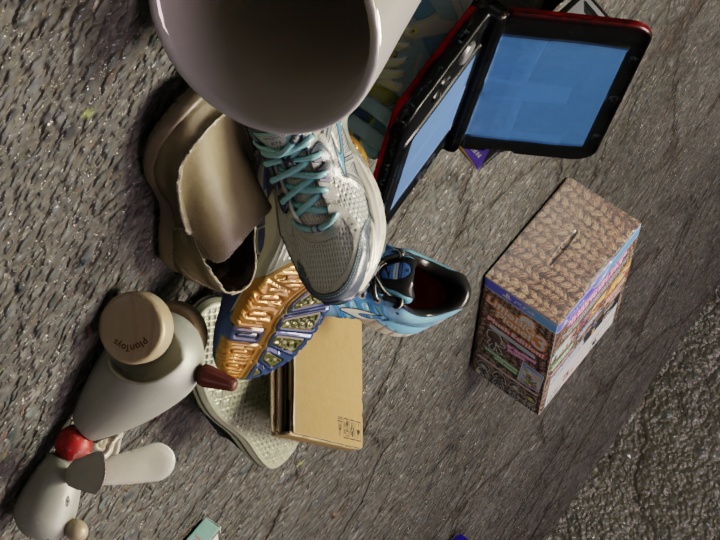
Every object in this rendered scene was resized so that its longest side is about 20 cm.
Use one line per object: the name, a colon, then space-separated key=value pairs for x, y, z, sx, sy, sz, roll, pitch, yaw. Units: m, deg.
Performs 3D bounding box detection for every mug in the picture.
mug: x=-0.018 y=-0.194 z=1.310 sx=0.153 sy=0.149 sz=0.187 roll=-49 pitch=170 yaw=-49

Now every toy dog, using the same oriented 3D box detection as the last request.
toy dog: x=-0.153 y=0.108 z=1.546 sx=0.132 sy=0.096 sz=0.201 roll=-29 pitch=147 yaw=-57

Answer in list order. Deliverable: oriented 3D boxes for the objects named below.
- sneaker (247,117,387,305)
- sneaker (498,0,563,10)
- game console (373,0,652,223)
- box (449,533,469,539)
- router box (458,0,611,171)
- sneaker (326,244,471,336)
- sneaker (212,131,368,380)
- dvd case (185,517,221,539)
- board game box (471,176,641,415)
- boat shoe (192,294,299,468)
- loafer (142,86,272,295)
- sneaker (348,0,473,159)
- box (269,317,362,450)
sneaker: x=-0.042 y=-0.076 z=1.449 sx=0.086 sy=0.077 sz=0.202 roll=1 pitch=77 yaw=-63
sneaker: x=0.155 y=-0.272 z=1.779 sx=0.106 sy=0.075 sz=0.201 roll=-41 pitch=167 yaw=-51
game console: x=0.098 y=-0.097 z=1.597 sx=0.173 sy=0.118 sz=0.200 roll=-54 pitch=172 yaw=-25
box: x=0.152 y=0.480 z=2.901 sx=0.105 sy=0.199 sz=0.185 roll=-33 pitch=152 yaw=-49
router box: x=0.142 y=-0.156 z=1.821 sx=0.157 sy=0.052 sz=0.200 roll=-42 pitch=180 yaw=7
sneaker: x=0.000 y=0.000 z=1.667 sx=0.199 sy=0.090 sz=0.079 roll=8 pitch=78 yaw=-37
sneaker: x=-0.059 y=-0.022 z=1.578 sx=0.075 sy=0.088 sz=0.201 roll=9 pitch=113 yaw=-40
dvd case: x=-0.175 y=0.320 z=2.005 sx=0.146 sy=0.022 sz=0.201 roll=-49 pitch=163 yaw=-26
board game box: x=0.208 y=0.030 z=2.416 sx=0.160 sy=0.096 sz=0.201 roll=-48 pitch=161 yaw=-27
boat shoe: x=-0.101 y=0.082 z=1.713 sx=0.075 sy=0.062 sz=0.200 roll=-49 pitch=147 yaw=-16
loafer: x=-0.094 y=-0.052 z=1.470 sx=0.076 sy=0.067 sz=0.200 roll=-50 pitch=162 yaw=-22
sneaker: x=0.015 y=-0.148 z=1.584 sx=0.131 sy=0.079 sz=0.200 roll=-53 pitch=162 yaw=-18
box: x=-0.033 y=0.055 z=1.776 sx=0.200 sy=0.021 sz=0.165 roll=27 pitch=62 yaw=-73
